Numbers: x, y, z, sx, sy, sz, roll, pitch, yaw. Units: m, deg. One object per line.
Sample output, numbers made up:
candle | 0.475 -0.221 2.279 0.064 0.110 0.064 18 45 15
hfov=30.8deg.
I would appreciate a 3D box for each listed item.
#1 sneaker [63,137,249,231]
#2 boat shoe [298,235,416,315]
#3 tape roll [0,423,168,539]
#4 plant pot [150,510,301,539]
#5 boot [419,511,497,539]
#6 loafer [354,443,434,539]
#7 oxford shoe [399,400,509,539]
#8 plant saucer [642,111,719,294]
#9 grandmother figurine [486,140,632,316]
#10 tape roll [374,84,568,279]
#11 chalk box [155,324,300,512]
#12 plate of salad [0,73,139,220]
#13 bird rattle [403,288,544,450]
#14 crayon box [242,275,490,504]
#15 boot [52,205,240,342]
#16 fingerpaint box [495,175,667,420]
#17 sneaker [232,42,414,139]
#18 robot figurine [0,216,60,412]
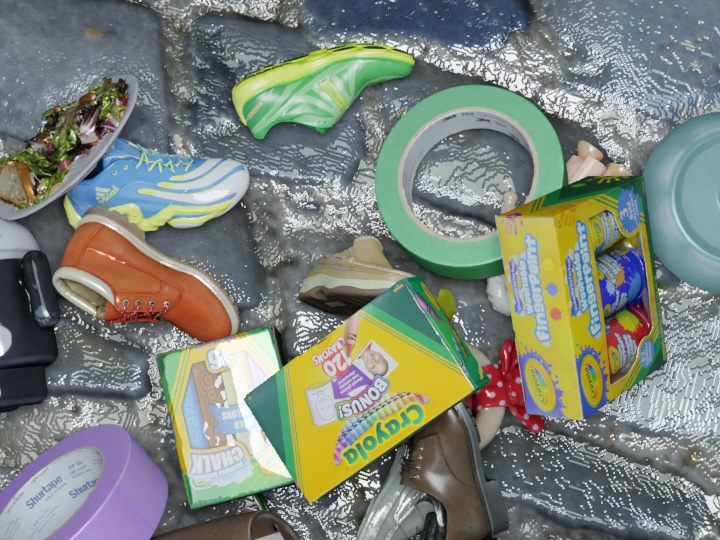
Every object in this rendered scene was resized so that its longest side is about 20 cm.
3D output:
sneaker | -0.218 -0.094 1.361 0.198 0.105 0.076 -16 53 -1
boat shoe | 0.000 0.000 1.311 0.071 0.199 0.077 27 77 -28
tape roll | -0.286 0.245 1.274 0.200 0.200 0.066 -38 114 -4
plant pot | -0.147 0.317 1.236 0.199 0.187 0.188 -35 82 21
boot | 0.043 0.311 1.278 0.210 0.079 0.159 22 98 -38
loafer | 0.049 0.241 1.336 0.069 0.070 0.201 26 83 13
oxford shoe | 0.071 0.169 1.238 0.084 0.073 0.202 -20 93 -11
plant saucer | 0.398 -0.075 1.392 0.198 0.036 0.202 0 83 0
grandmother figurine | 0.197 -0.040 1.380 0.121 0.061 0.201 33 81 14
tape roll | 0.115 -0.093 1.364 0.199 0.048 0.202 -4 72 13
chalk box | -0.119 0.171 1.321 0.123 0.125 0.202 -13 81 -1
plate of salad | -0.308 -0.135 1.341 0.200 0.200 0.048 -47 120 -5
bird rattle | 0.095 0.120 1.328 0.199 0.113 0.164 36 63 -7
crayon box | 0.005 0.110 1.203 0.199 0.058 0.119 -37 80 18
boot | -0.220 0.031 1.336 0.199 0.075 0.108 33 43 -10
fingerpaint box | 0.222 0.023 1.286 0.166 0.073 0.202 -22 107 -44
sneaker | -0.037 -0.193 1.406 0.198 0.074 0.084 -16 107 -4
robot figurine | -0.378 0.044 1.344 0.149 0.125 0.202 -11 82 -5
